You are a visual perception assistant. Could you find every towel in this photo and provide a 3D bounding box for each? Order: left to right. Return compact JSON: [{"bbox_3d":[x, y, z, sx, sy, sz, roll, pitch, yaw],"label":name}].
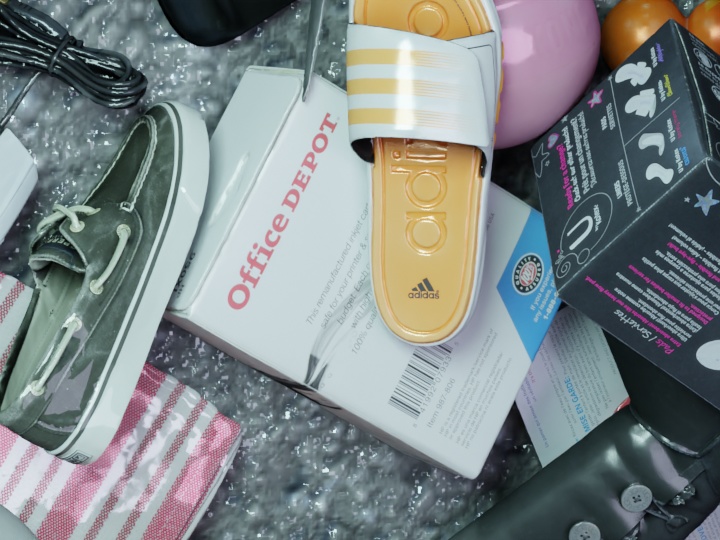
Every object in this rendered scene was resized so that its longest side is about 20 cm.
[{"bbox_3d":[-0.171,0.095,1.490,0.200,0.030,0.147,35,81,-25],"label":"towel"}]

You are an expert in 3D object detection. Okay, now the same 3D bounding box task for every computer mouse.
[{"bbox_3d":[-0.200,-0.041,1.429,0.109,0.044,0.201,30,82,0],"label":"computer mouse"}]

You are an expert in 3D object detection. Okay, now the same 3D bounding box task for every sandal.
[{"bbox_3d":[0.033,-0.060,1.443,0.079,0.059,0.208,-2,99,9],"label":"sandal"}]

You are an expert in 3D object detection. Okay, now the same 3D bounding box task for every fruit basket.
[{"bbox_3d":[0.192,0.077,1.653,0.199,0.094,0.186,-26,108,-6],"label":"fruit basket"}]

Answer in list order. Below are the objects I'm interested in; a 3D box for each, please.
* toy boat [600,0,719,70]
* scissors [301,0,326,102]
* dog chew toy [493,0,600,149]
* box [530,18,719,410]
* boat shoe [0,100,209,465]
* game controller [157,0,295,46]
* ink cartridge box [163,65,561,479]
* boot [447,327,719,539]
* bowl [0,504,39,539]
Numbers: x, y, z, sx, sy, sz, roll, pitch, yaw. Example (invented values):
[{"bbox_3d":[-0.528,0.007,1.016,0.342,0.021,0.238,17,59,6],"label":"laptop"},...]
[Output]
[{"bbox_3d":[0.199,-0.129,1.606,0.130,0.131,0.201,-2,78,13],"label":"toy boat"},{"bbox_3d":[-0.017,-0.189,1.473,0.014,0.073,0.201,14,95,-48],"label":"scissors"},{"bbox_3d":[0.061,-0.167,1.503,0.124,0.124,0.201,-21,121,-23],"label":"dog chew toy"},{"bbox_3d":[0.199,-0.010,1.492,0.200,0.133,0.115,35,118,-27],"label":"box"},{"bbox_3d":[-0.132,-0.004,1.450,0.063,0.071,0.201,29,64,-28],"label":"boat shoe"},{"bbox_3d":[-0.031,-0.203,1.521,0.199,0.042,0.105,-34,125,-19],"label":"game controller"},{"bbox_3d":[0.000,0.000,1.531,0.199,0.084,0.145,31,82,-27],"label":"ink cartridge box"},{"bbox_3d":[0.121,0.101,1.582,0.165,0.066,0.200,45,113,-10],"label":"boot"},{"bbox_3d":[-0.175,0.214,1.396,0.074,0.200,0.201,-4,111,-28],"label":"bowl"}]
